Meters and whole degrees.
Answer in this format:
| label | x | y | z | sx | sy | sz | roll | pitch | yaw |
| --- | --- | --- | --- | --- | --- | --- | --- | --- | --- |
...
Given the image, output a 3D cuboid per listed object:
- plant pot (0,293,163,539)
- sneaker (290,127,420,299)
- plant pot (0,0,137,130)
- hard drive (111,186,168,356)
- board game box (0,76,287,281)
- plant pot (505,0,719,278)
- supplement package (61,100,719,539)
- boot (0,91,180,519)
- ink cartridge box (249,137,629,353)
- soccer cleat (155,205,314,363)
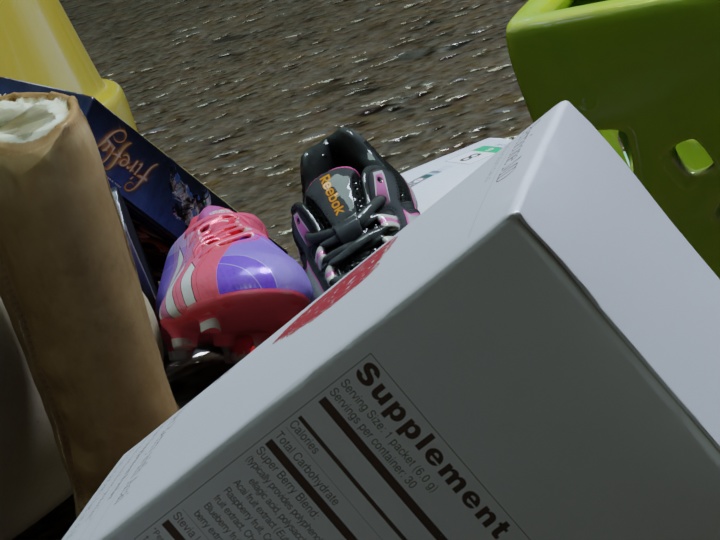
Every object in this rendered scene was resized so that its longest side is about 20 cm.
| label | x | y | z | sx | sy | sz | roll | pitch | yaw |
| --- | --- | --- | --- | --- | --- | --- | --- | --- | --- |
| plant pot | -0.181 | 0.045 | 1.168 | 0.187 | 0.188 | 0.200 | -6 | 2 | 32 |
| sneaker | 0.000 | 0.000 | 1.224 | 0.080 | 0.087 | 0.200 | -27 | 26 | 0 |
| plant pot | -0.258 | -0.122 | 1.767 | 0.200 | 0.189 | 0.201 | -14 | 16 | 4 |
| hard drive | -0.199 | 0.028 | 1.324 | 0.199 | 0.033 | 0.140 | -16 | -27 | 0 |
| board game box | -0.141 | -0.044 | 1.371 | 0.135 | 0.035 | 0.200 | 14 | -14 | 32 |
| plant pot | 0.195 | -0.056 | 1.092 | 0.198 | 0.182 | 0.200 | -9 | 17 | 26 |
| supplement package | 0.019 | 0.065 | 0.824 | 0.200 | 0.120 | 0.121 | -39 | 7 | 20 |
| boot | -0.089 | 0.038 | 1.009 | 0.066 | 0.201 | 0.175 | -25 | 17 | -29 |
| ink cartridge box | 0.032 | -0.011 | 1.354 | 0.200 | 0.050 | 0.161 | -21 | 16 | -26 |
| soccer cleat | -0.062 | 0.001 | 1.250 | 0.066 | 0.077 | 0.200 | 0 | -6 | -9 |
